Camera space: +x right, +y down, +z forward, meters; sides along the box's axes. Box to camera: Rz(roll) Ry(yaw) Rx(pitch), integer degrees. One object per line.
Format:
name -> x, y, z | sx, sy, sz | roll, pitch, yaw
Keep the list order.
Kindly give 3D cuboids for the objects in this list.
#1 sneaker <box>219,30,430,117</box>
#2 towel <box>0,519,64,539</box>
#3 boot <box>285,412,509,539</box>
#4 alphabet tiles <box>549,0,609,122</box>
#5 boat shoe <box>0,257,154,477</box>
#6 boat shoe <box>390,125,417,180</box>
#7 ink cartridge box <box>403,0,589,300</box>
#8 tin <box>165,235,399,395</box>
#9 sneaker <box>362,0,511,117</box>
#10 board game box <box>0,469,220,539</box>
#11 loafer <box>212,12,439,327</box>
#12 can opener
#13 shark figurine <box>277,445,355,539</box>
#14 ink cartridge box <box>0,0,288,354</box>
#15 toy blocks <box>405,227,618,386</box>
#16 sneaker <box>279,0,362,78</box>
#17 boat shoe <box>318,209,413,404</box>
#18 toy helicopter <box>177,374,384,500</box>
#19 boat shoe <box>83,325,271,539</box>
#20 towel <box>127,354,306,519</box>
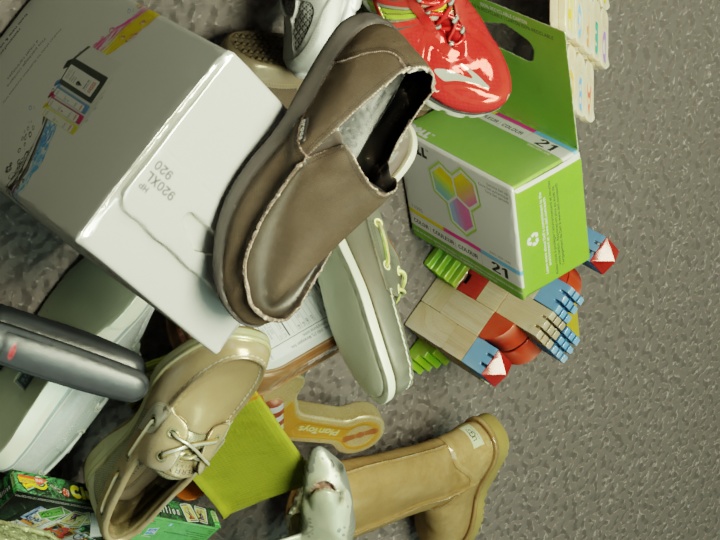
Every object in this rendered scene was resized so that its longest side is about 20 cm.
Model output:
sneaker -> -0.035, -0.128, 1.228 | 0.198, 0.071, 0.076 | 5, 127, -39
towel -> -0.283, 0.232, 1.172 | 0.148, 0.037, 0.199 | -41, 141, 16
boot -> 0.020, 0.206, 1.432 | 0.198, 0.066, 0.177 | -15, 137, -35
alphabet tiles -> 0.175, -0.220, 1.306 | 0.200, 0.014, 0.198 | 5, 86, -73
boat shoe -> -0.196, 0.062, 1.177 | 0.201, 0.070, 0.071 | -52, 140, 0
boat shoe -> -0.056, -0.066, 1.172 | 0.198, 0.073, 0.060 | -21, 152, 8
ink cartridge box -> 0.097, -0.102, 1.290 | 0.075, 0.147, 0.202 | -29, 128, -24
tin -> -0.053, 0.018, 1.241 | 0.199, 0.042, 0.113 | -29, 85, -34
sneaker -> 0.045, -0.193, 1.187 | 0.077, 0.085, 0.201 | -41, 104, -14
board game box -> -0.209, 0.200, 1.236 | 0.105, 0.024, 0.199 | -44, 142, 22
loafer -> -0.020, -0.055, 0.976 | 0.073, 0.071, 0.202 | 22, 95, -47
can opener -> -0.230, 0.040, 1.085 | 0.198, 0.064, 0.079 | 27, 112, -15
shark figurine -> -0.063, 0.234, 1.301 | 0.214, 0.090, 0.128 | -42, 106, 15
ink cartridge box -> -0.140, -0.073, 1.051 | 0.145, 0.199, 0.147 | -53, 136, -6
toy blocks -> 0.135, 0.023, 1.398 | 0.201, 0.136, 0.100 | -54, 136, -4
sneaker -> -0.046, -0.234, 1.139 | 0.081, 0.074, 0.203 | 1, 91, -28
boat shoe -> 0.001, -0.001, 1.213 | 0.060, 0.204, 0.072 | -12, 158, -26
toy helicopter -> -0.070, 0.125, 1.308 | 0.198, 0.079, 0.133 | 10, 126, -34
boat shoe -> -0.123, 0.114, 1.136 | 0.072, 0.065, 0.200 | 20, 129, -36
towel -> -0.103, 0.120, 1.213 | 0.085, 0.018, 0.201 | -19, 141, 9
